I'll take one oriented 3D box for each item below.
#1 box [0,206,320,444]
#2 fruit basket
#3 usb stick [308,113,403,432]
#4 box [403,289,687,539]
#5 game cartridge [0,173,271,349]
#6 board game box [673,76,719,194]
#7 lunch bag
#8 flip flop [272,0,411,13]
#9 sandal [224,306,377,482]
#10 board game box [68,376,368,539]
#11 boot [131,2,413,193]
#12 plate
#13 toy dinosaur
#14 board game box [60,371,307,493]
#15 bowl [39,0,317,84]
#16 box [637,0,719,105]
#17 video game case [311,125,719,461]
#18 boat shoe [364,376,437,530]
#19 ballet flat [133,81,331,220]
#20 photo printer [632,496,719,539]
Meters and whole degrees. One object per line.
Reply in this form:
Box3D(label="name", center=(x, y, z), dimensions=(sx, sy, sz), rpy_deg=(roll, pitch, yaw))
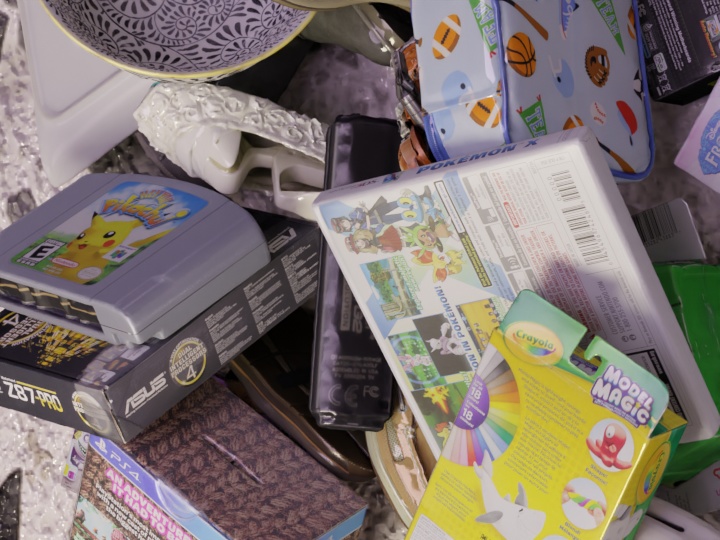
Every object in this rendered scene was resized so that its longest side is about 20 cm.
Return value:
Box3D(label="box", center=(-0.139, 0.027, 1.705), dimensions=(0.161, 0.200, 0.049), rpy_deg=(15, 133, 44))
Box3D(label="fruit basket", center=(0.151, 0.071, 1.610), dimensions=(0.200, 0.094, 0.186), rpy_deg=(-26, 73, 48))
Box3D(label="usb stick", center=(0.000, 0.000, 1.652), dimensions=(0.055, 0.033, 0.201), rpy_deg=(5, 81, -8))
Box3D(label="box", center=(0.102, 0.118, 1.480), dimensions=(0.117, 0.048, 0.200), rpy_deg=(36, 120, 27))
Box3D(label="game cartridge", center=(-0.156, -0.012, 1.698), dimensions=(0.200, 0.133, 0.041), rpy_deg=(14, 129, 46))
Box3D(label="board game box", center=(0.307, -0.092, 1.486), dimensions=(0.199, 0.043, 0.200), rpy_deg=(36, 116, 19))
Box3D(label="lunch bag", center=(0.104, -0.136, 1.546), dimensions=(0.075, 0.160, 0.201), rpy_deg=(-12, 78, 43))
Box3D(label="flip flop", center=(0.015, -0.197, 1.634), dimensions=(0.058, 0.199, 0.081), rpy_deg=(145, 131, -60))
Box3D(label="sandal", center=(-0.050, 0.077, 1.733), dimensions=(0.200, 0.082, 0.055), rpy_deg=(47, 130, 31))
Box3D(label="board game box", center=(-0.102, 0.194, 1.709), dimensions=(0.159, 0.097, 0.200), rpy_deg=(38, 134, 25))
Box3D(label="boot", center=(-0.058, -0.127, 1.755), dimensions=(0.200, 0.072, 0.182), rpy_deg=(-51, 49, 15))
Box3D(label="plate", center=(-0.176, -0.188, 1.828), dimensions=(0.199, 0.032, 0.201), rpy_deg=(-32, 58, 36))
Box3D(label="toy dinosaur", center=(0.059, -0.061, 1.604), dimensions=(0.102, 0.136, 0.200), rpy_deg=(-17, 44, 32))
Box3D(label="board game box", center=(-0.115, 0.127, 1.814), dimensions=(0.200, 0.032, 0.120), rpy_deg=(20, 96, 34))
Box3D(label="bowl", center=(-0.115, -0.195, 1.698), dimensions=(0.200, 0.094, 0.201), rpy_deg=(1, 68, -3))
Box3D(label="box", center=(0.230, -0.227, 1.574), dimensions=(0.193, 0.047, 0.201), rpy_deg=(-26, 75, 29))
Box3D(label="video game case", center=(0.089, 0.024, 1.510), dimensions=(0.182, 0.022, 0.200), rpy_deg=(-13, 115, 32))
Box3D(label="boat shoe", center=(0.042, 0.082, 1.664), dimensions=(0.076, 0.072, 0.200), rpy_deg=(-42, 62, 44))
Box3D(label="ballet flat", center=(-0.057, -0.071, 1.704), dimensions=(0.199, 0.072, 0.072), rpy_deg=(15, 98, 4))
Box3D(label="photo printer", center=(0.148, 0.216, 1.558), dimensions=(0.166, 0.069, 0.201), rpy_deg=(15, 123, 33))
